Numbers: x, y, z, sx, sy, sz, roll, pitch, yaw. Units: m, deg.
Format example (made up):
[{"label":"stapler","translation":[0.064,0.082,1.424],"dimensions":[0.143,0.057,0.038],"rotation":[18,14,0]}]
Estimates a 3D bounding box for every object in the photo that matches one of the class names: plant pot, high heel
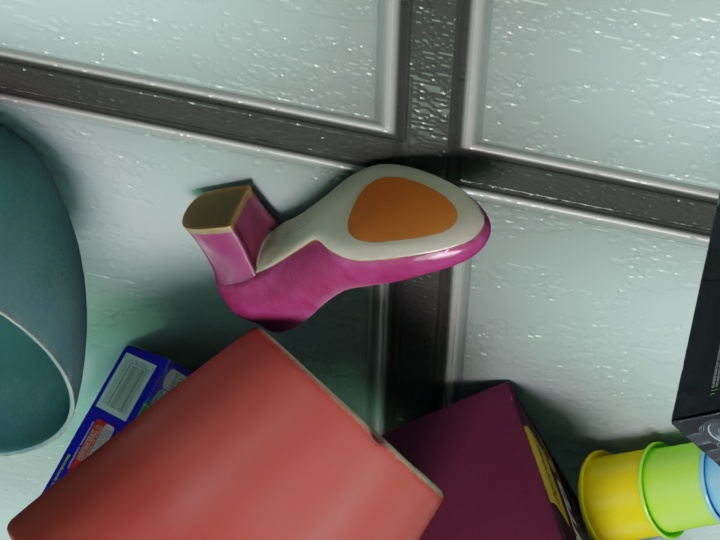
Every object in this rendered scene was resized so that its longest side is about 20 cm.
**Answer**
[{"label":"plant pot","translation":[-0.231,-0.007,1.599],"dimensions":[0.200,0.135,0.200],"rotation":[12,148,7]},{"label":"high heel","translation":[0.000,0.000,1.567],"dimensions":[0.200,0.067,0.096],"rotation":[-4,137,36]},{"label":"plant pot","translation":[-0.063,0.142,1.619],"dimensions":[0.200,0.177,0.200],"rotation":[43,178,1]}]

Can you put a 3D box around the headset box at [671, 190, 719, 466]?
[{"label":"headset box","translation":[0.250,0.007,1.372],"dimensions":[0.200,0.174,0.093],"rotation":[-17,136,40]}]

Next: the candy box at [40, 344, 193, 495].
[{"label":"candy box","translation":[-0.089,0.166,1.774],"dimensions":[0.200,0.169,0.077],"rotation":[31,174,-27]}]

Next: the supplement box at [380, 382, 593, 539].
[{"label":"supplement box","translation":[0.090,0.182,1.741],"dimensions":[0.103,0.131,0.200],"rotation":[-24,139,8]}]

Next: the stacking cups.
[{"label":"stacking cups","translation":[0.219,0.115,1.671],"dimensions":[0.200,0.061,0.060],"rotation":[-14,138,37]}]
